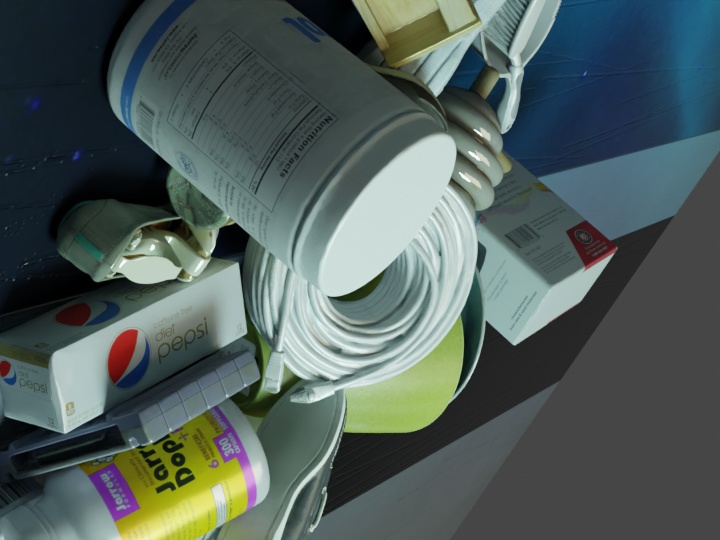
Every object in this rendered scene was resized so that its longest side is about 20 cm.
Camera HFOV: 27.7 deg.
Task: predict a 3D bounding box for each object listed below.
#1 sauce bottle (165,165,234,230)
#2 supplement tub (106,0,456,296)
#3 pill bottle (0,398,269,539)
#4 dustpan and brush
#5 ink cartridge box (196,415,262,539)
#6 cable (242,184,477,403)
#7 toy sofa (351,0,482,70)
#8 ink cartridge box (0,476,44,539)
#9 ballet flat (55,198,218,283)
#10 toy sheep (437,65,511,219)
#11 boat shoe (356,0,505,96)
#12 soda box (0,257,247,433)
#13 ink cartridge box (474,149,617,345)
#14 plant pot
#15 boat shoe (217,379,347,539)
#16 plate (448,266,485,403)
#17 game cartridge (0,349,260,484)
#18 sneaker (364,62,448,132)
[{"bbox_3d":[-0.066,-0.089,1.117,0.200,0.065,0.065,-34,156,-52],"label":"sauce bottle"},{"bbox_3d":[-0.052,-0.093,0.932,0.132,0.200,0.132,-43,160,-20],"label":"supplement tub"},{"bbox_3d":[-0.178,0.181,1.159,0.199,0.104,0.104,-27,152,-27],"label":"pill bottle"},{"bbox_3d":[0.144,-0.213,1.370,0.139,0.057,0.200,-37,157,-35],"label":"dustpan and brush"},{"bbox_3d":[-0.143,0.185,1.334,0.200,0.145,0.084,-18,143,-57],"label":"ink cartridge box"},{"bbox_3d":[0.000,0.000,1.219,0.199,0.069,0.201,-8,111,-24],"label":"cable"},{"bbox_3d":[0.019,-0.232,1.045,0.083,0.098,0.200,-26,163,6],"label":"toy sofa"},{"bbox_3d":[-0.343,0.261,1.179,0.162,0.057,0.201,-32,149,-44],"label":"ink cartridge box"},{"bbox_3d":[-0.147,-0.016,1.076,0.068,0.064,0.200,-55,161,16],"label":"ballet flat"},{"bbox_3d":[0.070,-0.097,1.322,0.201,0.137,0.138,-62,163,-9],"label":"toy sheep"},{"bbox_3d":[0.055,-0.198,1.193,0.200,0.072,0.062,-45,-152,18],"label":"boat shoe"},{"bbox_3d":[-0.176,0.049,1.095,0.200,0.068,0.064,-30,121,-47],"label":"soda box"},{"bbox_3d":[0.134,-0.040,1.462,0.146,0.200,0.083,-26,153,-49],"label":"ink cartridge box"},{"bbox_3d":[-0.040,0.069,1.346,0.199,0.187,0.188,-5,134,-43],"label":"plant pot"},{"bbox_3d":[-0.060,0.187,1.246,0.060,0.074,0.201,45,62,-55],"label":"boat shoe"},{"bbox_3d":[0.051,0.040,1.421,0.026,0.200,0.201,-3,132,-46],"label":"plate"},{"bbox_3d":[-0.183,0.111,1.129,0.199,0.039,0.130,-19,-170,42],"label":"game cartridge"},{"bbox_3d":[0.016,-0.097,1.086,0.075,0.106,0.200,-44,148,21],"label":"sneaker"}]
